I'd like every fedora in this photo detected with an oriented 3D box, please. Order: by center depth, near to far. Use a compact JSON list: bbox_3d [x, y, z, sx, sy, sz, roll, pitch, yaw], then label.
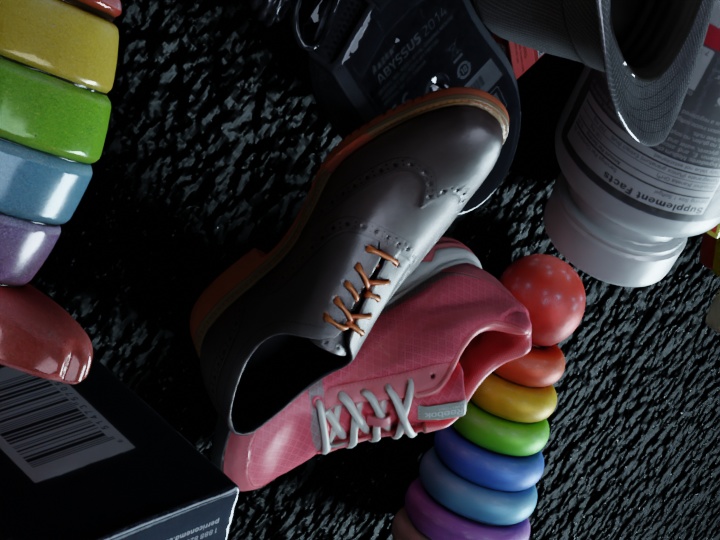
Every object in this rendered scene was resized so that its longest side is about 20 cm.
[{"bbox_3d":[0.104,-0.163,0.804,0.177,0.089,0.202,21,82,-63],"label":"fedora"}]

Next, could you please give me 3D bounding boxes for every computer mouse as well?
[{"bbox_3d":[0.017,-0.109,0.839,0.138,0.053,0.201,-44,135,-18],"label":"computer mouse"}]

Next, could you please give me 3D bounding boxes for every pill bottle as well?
[{"bbox_3d":[0.171,-0.090,0.979,0.110,0.111,0.201,-22,147,-40],"label":"pill bottle"}]

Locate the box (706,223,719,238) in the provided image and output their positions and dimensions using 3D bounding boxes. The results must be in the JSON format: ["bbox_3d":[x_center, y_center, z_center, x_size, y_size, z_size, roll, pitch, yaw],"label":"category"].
[{"bbox_3d":[0.217,-0.123,1.056,0.050,0.075,0.201,-26,139,-33],"label":"box"}]

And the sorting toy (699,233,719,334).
[{"bbox_3d":[0.309,-0.067,1.228,0.199,0.069,0.200,-8,125,-49],"label":"sorting toy"}]

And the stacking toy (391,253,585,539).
[{"bbox_3d":[0.087,0.086,1.076,0.085,0.085,0.202,-4,119,-50],"label":"stacking toy"}]

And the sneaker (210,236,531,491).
[{"bbox_3d":[0.010,0.056,0.938,0.199,0.087,0.074,-35,142,-27],"label":"sneaker"}]

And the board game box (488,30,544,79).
[{"bbox_3d":[0.093,-0.196,0.881,0.103,0.019,0.201,-43,146,-20],"label":"board game box"}]

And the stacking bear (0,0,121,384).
[{"bbox_3d":[-0.128,-0.080,0.620,0.121,0.113,0.202,18,94,-48],"label":"stacking bear"}]

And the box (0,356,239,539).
[{"bbox_3d":[-0.151,0.142,0.752,0.106,0.148,0.202,-17,132,-42],"label":"box"}]

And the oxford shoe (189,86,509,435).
[{"bbox_3d":[0.000,0.000,0.822,0.071,0.073,0.200,24,123,-33],"label":"oxford shoe"}]
